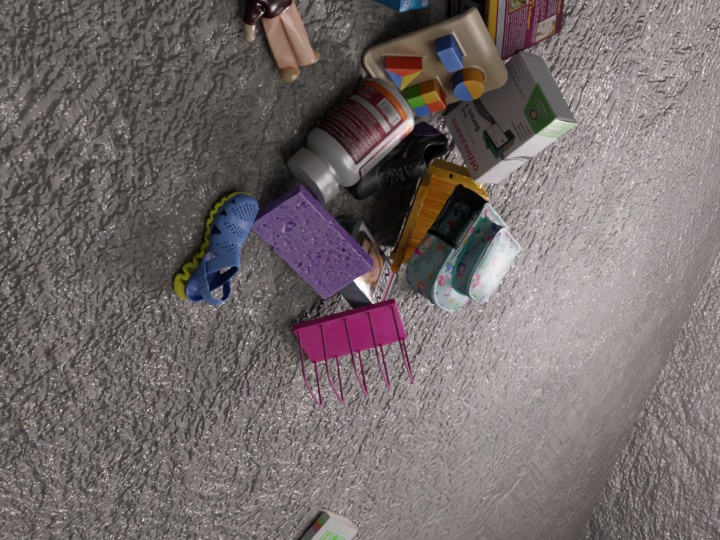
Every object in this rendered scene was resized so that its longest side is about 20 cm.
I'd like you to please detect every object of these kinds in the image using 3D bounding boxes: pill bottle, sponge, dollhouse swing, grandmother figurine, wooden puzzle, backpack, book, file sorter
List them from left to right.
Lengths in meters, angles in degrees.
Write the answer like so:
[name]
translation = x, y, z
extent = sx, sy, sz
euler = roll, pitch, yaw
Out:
[grandmother figurine]
translation = -0.113, -0.362, 1.084
extent = 0.122, 0.060, 0.201
euler = -51, 147, -17
[sponge]
translation = -0.078, -0.044, 1.304
extent = 0.111, 0.030, 0.200
euler = -30, 124, 23
[book]
translation = -0.115, 0.692, 1.954
extent = 0.200, 0.048, 0.134
euler = -49, 139, -2
[pill bottle]
translation = -0.016, -0.207, 1.268
extent = 0.200, 0.109, 0.110
euler = -43, 142, -12
[file sorter]
translation = -0.008, 0.163, 1.484
extent = 0.198, 0.127, 0.139
euler = -15, 145, 4
[wooden puzzle]
translation = 0.127, -0.324, 1.296
extent = 0.198, 0.047, 0.185
euler = -18, 148, 21
[dollhouse swing]
translation = 0.153, -0.082, 1.478
extent = 0.180, 0.176, 0.202
euler = 15, 113, -12
[backpack]
translation = 0.180, -0.024, 1.408
extent = 0.201, 0.150, 0.177
euler = -51, 149, 3

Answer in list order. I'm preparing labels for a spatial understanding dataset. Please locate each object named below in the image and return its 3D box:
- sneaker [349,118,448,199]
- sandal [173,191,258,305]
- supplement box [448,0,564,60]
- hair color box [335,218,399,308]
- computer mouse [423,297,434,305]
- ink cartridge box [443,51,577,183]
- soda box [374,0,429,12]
[sneaker]
translation = 0.070, -0.189, 1.392
extent = 0.200, 0.087, 0.076
euler = -42, 142, -14
[sandal]
translation = -0.211, -0.026, 1.229
extent = 0.079, 0.087, 0.202
euler = 16, 106, -49
[supplement box]
translation = 0.253, -0.454, 1.359
extent = 0.199, 0.103, 0.132
euler = -30, 138, -26
[hair color box]
translation = 0.000, 0.000, 1.467
extent = 0.200, 0.060, 0.100
euler = 52, 52, -52
[computer mouse]
translation = 0.179, -0.021, 1.687
extent = 0.109, 0.044, 0.202
euler = 24, 95, -57
[ink cartridge box]
translation = 0.264, -0.269, 1.421
extent = 0.084, 0.147, 0.200
euler = -5, 155, -47
[soda box]
translation = 0.070, -0.493, 1.161
extent = 0.064, 0.068, 0.202
euler = -21, 133, -35
